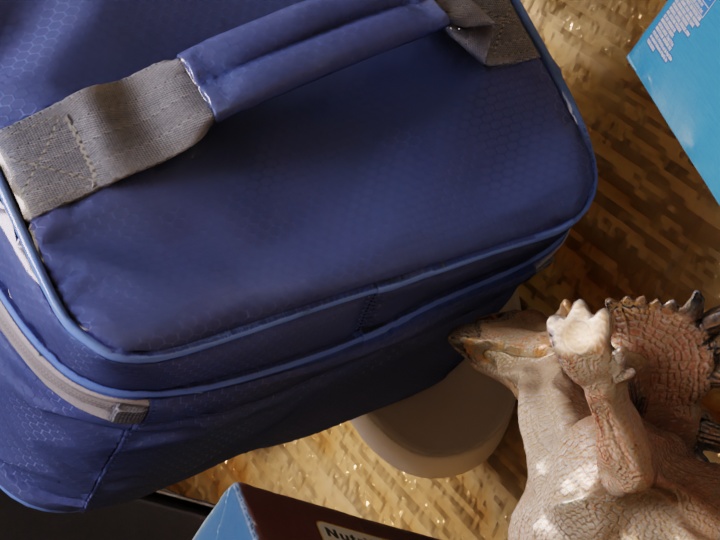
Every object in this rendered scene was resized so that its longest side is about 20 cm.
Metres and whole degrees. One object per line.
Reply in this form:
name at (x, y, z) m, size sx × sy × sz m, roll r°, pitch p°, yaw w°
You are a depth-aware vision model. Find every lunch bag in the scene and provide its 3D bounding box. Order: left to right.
lunch bag at (-0.028, -0.029, 0.666) m, size 0.136 × 0.199 × 0.132 m, roll 62°, pitch 154°, yaw 14°

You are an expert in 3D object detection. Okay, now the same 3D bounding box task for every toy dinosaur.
toy dinosaur at (0.089, 0.077, 0.582) m, size 0.086 × 0.135 × 0.201 m, roll -38°, pitch 73°, yaw 28°

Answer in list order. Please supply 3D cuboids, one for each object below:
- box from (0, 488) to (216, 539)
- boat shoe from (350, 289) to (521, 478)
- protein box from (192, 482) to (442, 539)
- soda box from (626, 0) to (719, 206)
box at (-0.143, 0.120, 0.876) m, size 0.200 × 0.147 × 0.105 m, roll 3°, pitch 76°, yaw 59°
boat shoe at (0.000, 0.000, 0.805) m, size 0.093 × 0.074 × 0.201 m, roll 104°, pitch 154°, yaw -54°
protein box at (-0.003, 0.205, 0.614) m, size 0.199 × 0.134 × 0.200 m, roll -56°, pitch 33°, yaw 24°
soda box at (0.141, -0.013, 0.568) m, size 0.064 × 0.068 × 0.200 m, roll -54°, pitch 34°, yaw 25°
